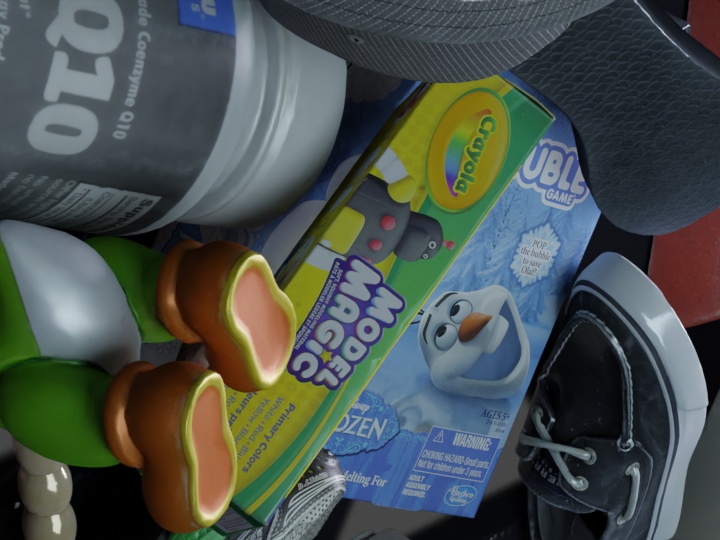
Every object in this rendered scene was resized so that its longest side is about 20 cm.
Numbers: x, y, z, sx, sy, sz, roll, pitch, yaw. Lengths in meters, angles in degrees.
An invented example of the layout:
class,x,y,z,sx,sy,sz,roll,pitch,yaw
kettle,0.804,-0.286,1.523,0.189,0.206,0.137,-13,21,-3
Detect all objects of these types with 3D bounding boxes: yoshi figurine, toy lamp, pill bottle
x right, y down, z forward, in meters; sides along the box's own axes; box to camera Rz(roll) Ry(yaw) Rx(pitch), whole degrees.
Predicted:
class,x,y,z,sx,sy,sz,roll,pitch,yaw
yoshi figurine,-0.125,0.036,0.881,0.112,0.199,0.113,-2,99,-69
toy lamp,-0.119,0.074,0.998,0.058,0.058,0.201,-21,122,-33
pill bottle,-0.107,-0.072,0.886,0.199,0.114,0.114,8,107,-44

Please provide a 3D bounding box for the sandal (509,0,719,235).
class,x,y,z,sx,sy,sz,roll,pitch,yaw
sandal,0.105,-0.078,1.051,0.076,0.043,0.200,-26,144,12

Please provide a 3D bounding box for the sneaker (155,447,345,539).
class,x,y,z,sx,sy,sz,roll,pitch,yaw
sneaker,-0.051,0.160,1.024,0.201,0.085,0.078,-66,160,5

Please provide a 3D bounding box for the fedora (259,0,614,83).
class,x,y,z,sx,sy,sz,roll,pitch,yaw
fedora,0.006,-0.133,0.866,0.177,0.199,0.090,-58,169,-31

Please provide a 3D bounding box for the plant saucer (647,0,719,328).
class,x,y,z,sx,sy,sz,roll,pitch,yaw
plant saucer,0.224,-0.073,1.241,0.199,0.037,0.201,-13,121,-37

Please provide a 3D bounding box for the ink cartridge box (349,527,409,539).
class,x,y,z,sx,sy,sz,roll,pitch,yaw
ink cartridge box,0.020,0.211,1.093,0.146,0.200,0.085,-25,130,-29

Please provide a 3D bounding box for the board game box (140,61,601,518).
class,x,y,z,sx,sy,sz,roll,pitch,yaw
board game box,0.007,-0.007,1.074,0.199,0.043,0.200,13,102,-45

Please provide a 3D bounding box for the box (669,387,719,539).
class,x,y,z,sx,sy,sz,roll,pitch,yaw
box,0.206,0.086,1.257,0.082,0.068,0.201,-10,130,-39

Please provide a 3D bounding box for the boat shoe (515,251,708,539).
class,x,y,z,sx,sy,sz,roll,pitch,yaw
boat shoe,0.100,0.074,1.167,0.068,0.072,0.201,-34,151,-22

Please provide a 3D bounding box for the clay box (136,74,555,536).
class,x,y,z,sx,sy,sz,roll,pitch,yaw
clay box,0.000,0.000,0.953,0.048,0.115,0.200,38,78,-3
